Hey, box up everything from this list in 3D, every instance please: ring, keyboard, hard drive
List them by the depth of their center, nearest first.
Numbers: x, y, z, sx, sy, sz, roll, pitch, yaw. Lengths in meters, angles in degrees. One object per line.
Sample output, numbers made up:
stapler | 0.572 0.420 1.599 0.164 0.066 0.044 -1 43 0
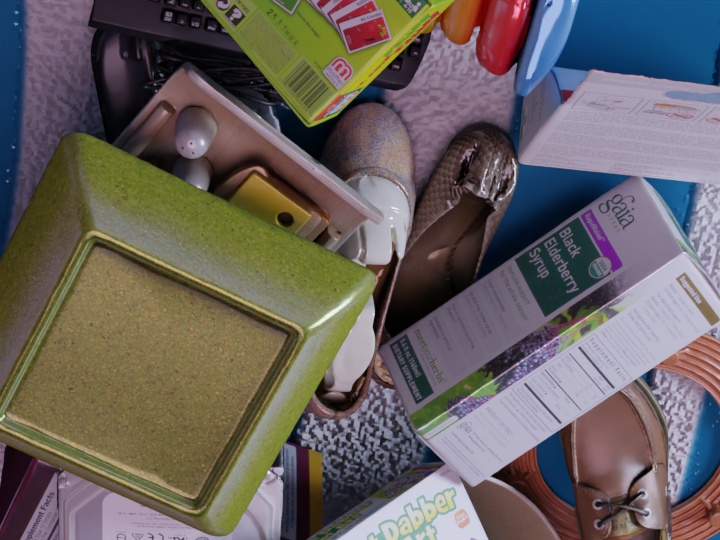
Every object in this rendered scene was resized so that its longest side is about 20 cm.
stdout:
keyboard | -0.053 -0.143 1.358 0.199 0.040 0.105 10 98 -15
hard drive | -0.119 0.191 1.475 0.139 0.038 0.201 2 124 -4
ring | 0.182 0.120 1.584 0.199 0.019 0.201 -1 123 -2

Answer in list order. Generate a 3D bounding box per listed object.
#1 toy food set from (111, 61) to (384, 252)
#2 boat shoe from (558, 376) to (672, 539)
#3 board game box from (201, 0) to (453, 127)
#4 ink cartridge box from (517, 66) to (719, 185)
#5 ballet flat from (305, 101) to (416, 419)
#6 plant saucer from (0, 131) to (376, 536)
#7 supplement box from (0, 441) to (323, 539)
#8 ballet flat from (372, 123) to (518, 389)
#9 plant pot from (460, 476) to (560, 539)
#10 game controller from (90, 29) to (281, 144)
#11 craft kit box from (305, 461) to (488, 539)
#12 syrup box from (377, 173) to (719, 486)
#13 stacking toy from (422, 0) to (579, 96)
toy food set | -0.100 -0.009 1.373 0.143 0.061 0.200 36 118 -16
boat shoe | 0.175 0.150 1.551 0.072 0.068 0.201 -12 122 8
board game box | -0.052 -0.189 1.299 0.102 0.048 0.200 -42 86 22
ink cartridge box | 0.186 -0.096 1.351 0.160 0.050 0.200 6 166 -6
ballet flat | 0.000 0.000 1.442 0.068 0.067 0.201 4 109 -16
plant saucer | -0.121 0.051 1.349 0.199 0.048 0.200 25 112 -12
supplement box | -0.129 0.149 1.535 0.199 0.111 0.086 21 120 -15
ballet flat | 0.049 0.000 1.482 0.067 0.046 0.201 17 121 -12
plant pot | 0.030 0.238 1.574 0.200 0.201 0.134 39 153 -24
game controller | -0.096 -0.066 1.420 0.104 0.042 0.201 -17 115 -17
craft kit box | 0.019 0.250 1.456 0.048 0.200 0.198 -18 101 54
syrup box | 0.120 0.037 1.464 0.200 0.079 0.081 -35 135 10
stacking toy | 0.027 -0.181 1.339 0.199 0.110 0.117 15 107 1
